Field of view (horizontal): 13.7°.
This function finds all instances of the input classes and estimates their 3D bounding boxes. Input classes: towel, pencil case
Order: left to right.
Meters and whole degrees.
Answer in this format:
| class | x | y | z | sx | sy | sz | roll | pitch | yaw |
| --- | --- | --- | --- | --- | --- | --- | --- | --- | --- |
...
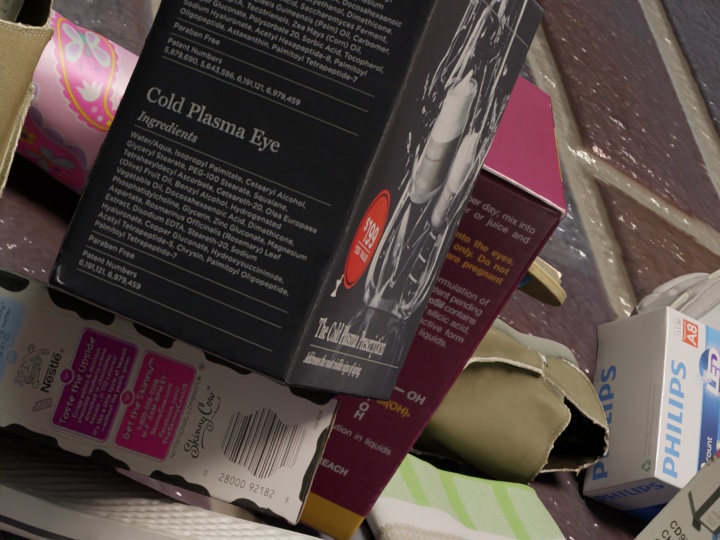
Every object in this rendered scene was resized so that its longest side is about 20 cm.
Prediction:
| class | x | y | z | sx | sy | sz | roll | pitch | yaw |
| --- | --- | --- | --- | --- | --- | --- | --- | --- | --- |
| pencil case | -0.142 | -0.079 | 1.468 | 0.200 | 0.088 | 0.088 | 32 | 23 | -23 |
| towel | 0.079 | 0.165 | 1.445 | 0.149 | 0.031 | 0.200 | 20 | 29 | -44 |

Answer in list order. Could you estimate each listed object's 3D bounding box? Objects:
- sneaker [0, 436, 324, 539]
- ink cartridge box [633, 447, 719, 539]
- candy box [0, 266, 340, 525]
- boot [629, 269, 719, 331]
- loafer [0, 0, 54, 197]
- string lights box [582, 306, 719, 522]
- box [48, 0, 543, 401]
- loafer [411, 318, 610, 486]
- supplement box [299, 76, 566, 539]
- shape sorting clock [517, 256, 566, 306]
| class | x | y | z | sx | sy | sz | roll | pitch | yaw |
| --- | --- | --- | --- | --- | --- | --- | --- | --- | --- |
| sneaker | -0.092 | 0.127 | 1.180 | 0.199 | 0.080 | 0.078 | 19 | 12 | 10 |
| ink cartridge box | 0.245 | 0.159 | 1.503 | 0.144 | 0.200 | 0.147 | 15 | 32 | -48 |
| candy box | -0.127 | 0.038 | 1.213 | 0.199 | 0.061 | 0.136 | 21 | -4 | -39 |
| boot | 0.188 | 0.059 | 1.787 | 0.200 | 0.095 | 0.074 | -36 | 108 | -40 |
| loafer | -0.182 | -0.093 | 1.348 | 0.076 | 0.067 | 0.201 | 20 | 61 | -23 |
| string lights box | 0.216 | 0.104 | 1.698 | 0.199 | 0.059 | 0.103 | 24 | 62 | -37 |
| box | -0.019 | -0.053 | 1.182 | 0.104 | 0.183 | 0.200 | 21 | 1 | 12 |
| loafer | 0.076 | 0.071 | 1.558 | 0.070 | 0.075 | 0.200 | 46 | 21 | 25 |
| supplement box | 0.000 | 0.000 | 1.385 | 0.103 | 0.200 | 0.131 | 27 | 25 | -12 |
| shape sorting clock | 0.035 | -0.042 | 1.681 | 0.200 | 0.039 | 0.200 | 40 | -4 | 3 |
